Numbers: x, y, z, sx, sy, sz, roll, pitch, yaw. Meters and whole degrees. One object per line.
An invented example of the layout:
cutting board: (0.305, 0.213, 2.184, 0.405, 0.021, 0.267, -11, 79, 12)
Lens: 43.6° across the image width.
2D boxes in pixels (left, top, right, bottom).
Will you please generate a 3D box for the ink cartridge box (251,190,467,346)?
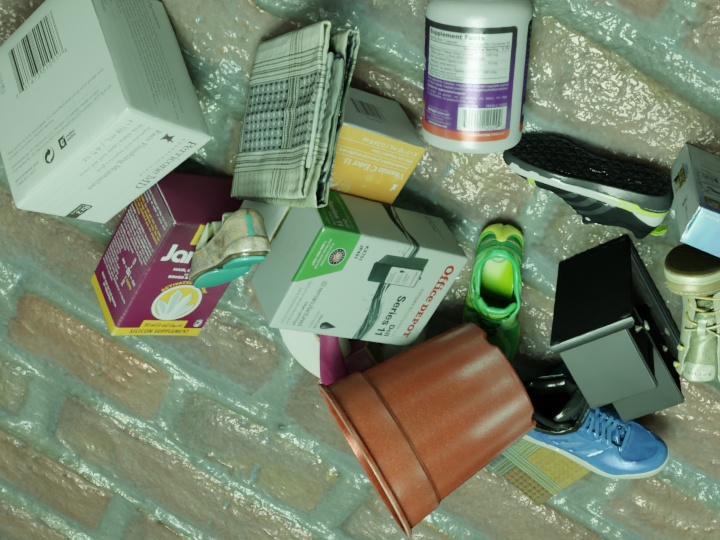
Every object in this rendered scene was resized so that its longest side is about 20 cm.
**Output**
ink cartridge box: (0.000, 0.000, 1.022, 0.200, 0.083, 0.147, 10, 124, -33)

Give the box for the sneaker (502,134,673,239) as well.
sneaker: (0.250, -0.085, 1.013, 0.200, 0.072, 0.083, 22, 137, 13)

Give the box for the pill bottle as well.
pill bottle: (0.122, -0.234, 0.949, 0.111, 0.111, 0.200, 7, 117, 12)

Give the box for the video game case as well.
video game case: (0.422, -0.045, 0.923, 0.200, 0.181, 0.046, 23, 120, 3)

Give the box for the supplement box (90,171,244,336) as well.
supplement box: (-0.233, -0.018, 1.131, 0.200, 0.131, 0.103, -55, 50, 31)

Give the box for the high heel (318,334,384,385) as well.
high heel: (-0.059, 0.061, 1.137, 0.096, 0.067, 0.200, -26, 113, 25)

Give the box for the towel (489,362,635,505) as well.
towel: (0.257, 0.220, 1.199, 0.147, 0.022, 0.200, 41, 121, -6)

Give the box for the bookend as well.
bookend: (0.304, 0.096, 1.019, 0.092, 0.200, 0.199, -24, 107, 25)

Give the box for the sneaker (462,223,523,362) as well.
sneaker: (0.159, 0.043, 1.097, 0.074, 0.084, 0.200, 5, 119, 13)

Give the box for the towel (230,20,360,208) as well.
towel: (-0.080, -0.166, 0.975, 0.200, 0.034, 0.193, 10, 88, 54)

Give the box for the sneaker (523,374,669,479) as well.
sneaker: (0.278, 0.187, 1.091, 0.200, 0.077, 0.111, 19, 155, 18)

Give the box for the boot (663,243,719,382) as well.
boot: (0.366, 0.048, 0.953, 0.072, 0.200, 0.155, 14, 108, 33)

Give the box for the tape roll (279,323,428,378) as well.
tape roll: (-0.011, 0.062, 1.180, 0.202, 0.037, 0.203, 6, 117, 13)

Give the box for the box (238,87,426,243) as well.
box: (-0.037, -0.104, 1.039, 0.124, 0.098, 0.200, 10, 127, -33)

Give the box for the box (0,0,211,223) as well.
box: (-0.305, -0.192, 1.026, 0.199, 0.131, 0.200, -33, 68, 26)

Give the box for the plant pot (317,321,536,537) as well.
plant pot: (0.083, 0.169, 1.049, 0.195, 0.201, 0.201, -30, 109, -9)

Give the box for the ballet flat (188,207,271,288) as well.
ballet flat: (-0.149, -0.028, 1.016, 0.200, 0.068, 0.067, -22, 76, 60)
